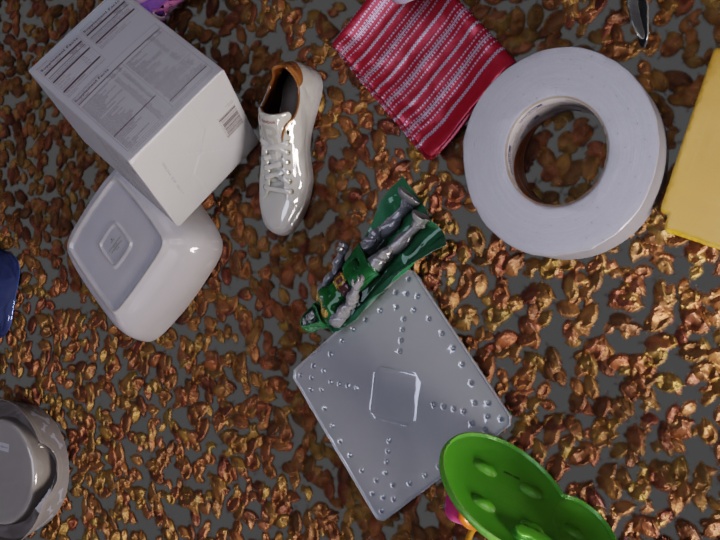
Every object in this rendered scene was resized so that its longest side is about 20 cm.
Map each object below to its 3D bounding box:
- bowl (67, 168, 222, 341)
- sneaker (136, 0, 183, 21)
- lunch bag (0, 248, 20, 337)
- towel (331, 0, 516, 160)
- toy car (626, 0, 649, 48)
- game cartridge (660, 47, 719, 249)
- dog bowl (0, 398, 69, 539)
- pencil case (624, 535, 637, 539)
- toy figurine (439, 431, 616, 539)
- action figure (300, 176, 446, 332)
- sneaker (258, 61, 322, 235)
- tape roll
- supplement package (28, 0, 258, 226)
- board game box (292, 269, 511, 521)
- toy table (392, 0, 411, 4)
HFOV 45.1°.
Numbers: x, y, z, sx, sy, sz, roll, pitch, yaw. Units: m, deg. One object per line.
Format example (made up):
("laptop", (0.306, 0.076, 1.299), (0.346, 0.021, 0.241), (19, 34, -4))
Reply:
("bowl", (-0.296, -0.031, 1.130), (0.201, 0.074, 0.200), (-49, 68, 20))
("sneaker", (-0.258, -0.361, 1.121), (0.196, 0.080, 0.091), (12, 101, 32))
("lunch bag", (-0.615, 0.020, 1.264), (0.196, 0.132, 0.140), (13, 94, 27))
("towel", (0.066, -0.241, 0.971), (0.145, 0.022, 0.201), (-46, 69, 19))
("toy car", (0.225, -0.306, 0.822), (0.155, 0.164, 0.204), (-23, 91, 25))
("game cartridge", (0.393, -0.093, 0.791), (0.197, 0.032, 0.180), (22, 99, 29))
("dog bowl", (-0.495, 0.282, 1.234), (0.196, 0.058, 0.206), (-1, 88, 27))
("pencil case", (0.326, 0.281, 0.768), (0.195, 0.087, 0.085), (-4, 68, 18))
("toy figurine", (0.130, 0.296, 0.882), (0.196, 0.151, 0.187), (25, 117, -4))
("action figure", (0.000, 0.000, 0.972), (0.201, 0.054, 0.119), (-49, 41, 20))
("sneaker", (-0.099, -0.145, 1.022), (0.071, 0.084, 0.206), (8, 94, 26))
("tape roll", (0.203, -0.115, 0.870), (0.196, 0.066, 0.206), (-1, 87, 28))
("supplement package", (-0.255, -0.195, 1.041), (0.199, 0.152, 0.151), (39, 77, 23))
("board game box", (0.043, 0.139, 0.970), (0.199, 0.026, 0.202), (-41, 71, 21))
("toy table", (0.064, -0.396, 0.894), (0.202, 0.116, 0.183), (-57, 36, -2))
